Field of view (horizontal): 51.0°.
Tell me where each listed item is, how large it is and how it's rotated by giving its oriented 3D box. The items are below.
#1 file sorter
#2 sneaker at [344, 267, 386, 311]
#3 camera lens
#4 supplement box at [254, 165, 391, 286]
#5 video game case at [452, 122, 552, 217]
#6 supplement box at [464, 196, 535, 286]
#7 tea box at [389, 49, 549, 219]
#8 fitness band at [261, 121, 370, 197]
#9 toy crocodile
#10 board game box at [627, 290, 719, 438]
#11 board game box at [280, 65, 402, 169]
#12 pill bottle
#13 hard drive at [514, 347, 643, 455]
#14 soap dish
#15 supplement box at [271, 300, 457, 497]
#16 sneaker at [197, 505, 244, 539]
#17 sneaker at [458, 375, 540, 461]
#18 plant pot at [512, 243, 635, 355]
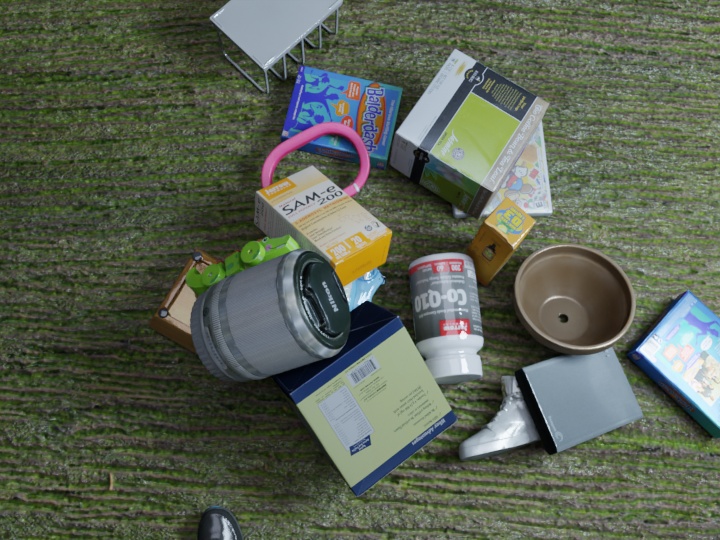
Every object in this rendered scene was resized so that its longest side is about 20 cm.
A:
[{"bbox_3d":[-0.152,-0.448,1.396,0.139,0.125,0.200,43,76,9],"label":"file sorter"},{"bbox_3d":[0.000,0.000,1.308,0.089,0.078,0.202,12,75,-19],"label":"sneaker"},{"bbox_3d":[-0.126,0.068,1.101,0.199,0.160,0.161,-20,72,24],"label":"camera lens"},{"bbox_3d":[-0.064,-0.070,1.220,0.126,0.074,0.200,-31,58,-33],"label":"supplement box"},{"bbox_3d":[0.254,-0.195,1.395,0.180,0.023,0.202,-1,73,-3],"label":"video game case"},{"bbox_3d":[0.224,-0.044,1.254,0.066,0.200,0.069,42,76,9],"label":"supplement box"},{"bbox_3d":[0.187,-0.236,1.323,0.196,0.134,0.201,33,74,8],"label":"tea box"},{"bbox_3d":[-0.079,-0.176,1.336,0.199,0.037,0.144,-28,91,0],"label":"fitness band"},{"bbox_3d":[-0.186,-0.007,1.184,0.199,0.067,0.062,-26,53,19],"label":"toy crocodile"},{"bbox_3d":[0.582,0.159,1.286,0.152,0.045,0.200,-42,79,-14],"label":"board game box"},{"bbox_3d":[-0.033,-0.283,1.394,0.198,0.045,0.153,12,73,0],"label":"board game box"},{"bbox_3d":[0.144,0.082,1.256,0.113,0.114,0.202,-4,73,-4],"label":"pill bottle"},{"bbox_3d":[0.358,0.205,1.238,0.199,0.033,0.140,-12,73,-29],"label":"hard drive"},{"bbox_3d":[-0.233,0.068,1.257,0.199,0.081,0.158,28,74,7],"label":"soap dish"},{"bbox_3d":[0.003,0.192,1.164,0.199,0.134,0.201,-34,108,-12],"label":"supplement box"},{"bbox_3d":[-0.212,0.459,1.139,0.073,0.082,0.202,-7,72,-3],"label":"sneaker"},{"bbox_3d":[0.236,0.236,1.242,0.199,0.074,0.116,-14,72,-17],"label":"sneaker"},{"bbox_3d":[0.351,0.062,1.274,0.199,0.093,0.202,1,58,-1],"label":"plant pot"}]
